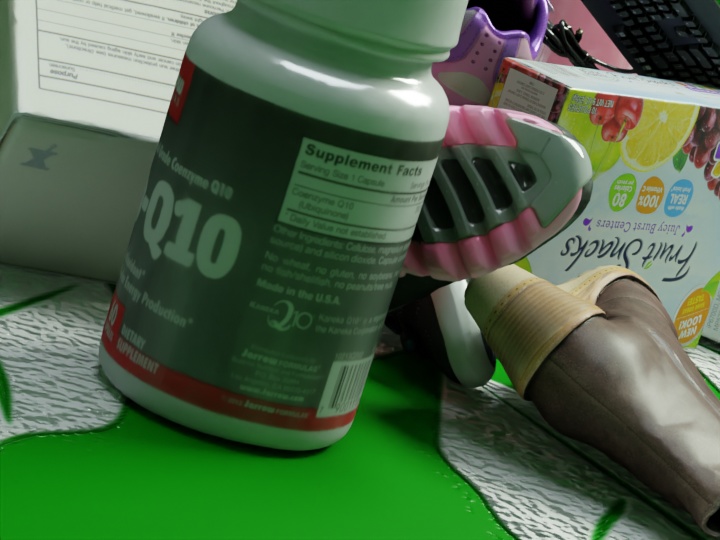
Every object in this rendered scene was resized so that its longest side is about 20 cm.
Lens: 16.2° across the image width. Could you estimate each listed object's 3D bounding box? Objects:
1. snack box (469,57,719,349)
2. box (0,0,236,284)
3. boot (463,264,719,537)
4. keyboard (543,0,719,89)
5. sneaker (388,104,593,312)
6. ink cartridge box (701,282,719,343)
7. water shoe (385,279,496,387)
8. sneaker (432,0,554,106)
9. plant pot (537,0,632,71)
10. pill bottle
[{"bbox_3d":[0.130,-0.031,1.339,0.053,0.143,0.199,30,18,37],"label":"snack box"},{"bbox_3d":[-0.123,-0.106,1.188,0.127,0.109,0.201,11,51,-23],"label":"box"},{"bbox_3d":[0.140,0.069,1.175,0.166,0.073,0.200,44,13,26],"label":"boot"},{"bbox_3d":[0.172,-0.109,1.433,0.126,0.021,0.200,2,-29,36],"label":"keyboard"},{"bbox_3d":[0.028,-0.019,1.130,0.199,0.080,0.095,-21,-12,34],"label":"sneaker"},{"bbox_3d":[0.283,0.016,1.476,0.199,0.084,0.145,23,14,20],"label":"ink cartridge box"},{"bbox_3d":[0.000,0.000,1.247,0.079,0.072,0.200,-28,45,-5],"label":"water shoe"},{"bbox_3d":[0.068,-0.137,1.349,0.080,0.089,0.201,23,32,-6],"label":"sneaker"},{"bbox_3d":[0.142,-0.142,1.712,0.199,0.180,0.200,17,14,-5],"label":"plant pot"},{"bbox_3d":[-0.030,-0.038,1.044,0.113,0.201,0.114,17,13,-4],"label":"pill bottle"}]
